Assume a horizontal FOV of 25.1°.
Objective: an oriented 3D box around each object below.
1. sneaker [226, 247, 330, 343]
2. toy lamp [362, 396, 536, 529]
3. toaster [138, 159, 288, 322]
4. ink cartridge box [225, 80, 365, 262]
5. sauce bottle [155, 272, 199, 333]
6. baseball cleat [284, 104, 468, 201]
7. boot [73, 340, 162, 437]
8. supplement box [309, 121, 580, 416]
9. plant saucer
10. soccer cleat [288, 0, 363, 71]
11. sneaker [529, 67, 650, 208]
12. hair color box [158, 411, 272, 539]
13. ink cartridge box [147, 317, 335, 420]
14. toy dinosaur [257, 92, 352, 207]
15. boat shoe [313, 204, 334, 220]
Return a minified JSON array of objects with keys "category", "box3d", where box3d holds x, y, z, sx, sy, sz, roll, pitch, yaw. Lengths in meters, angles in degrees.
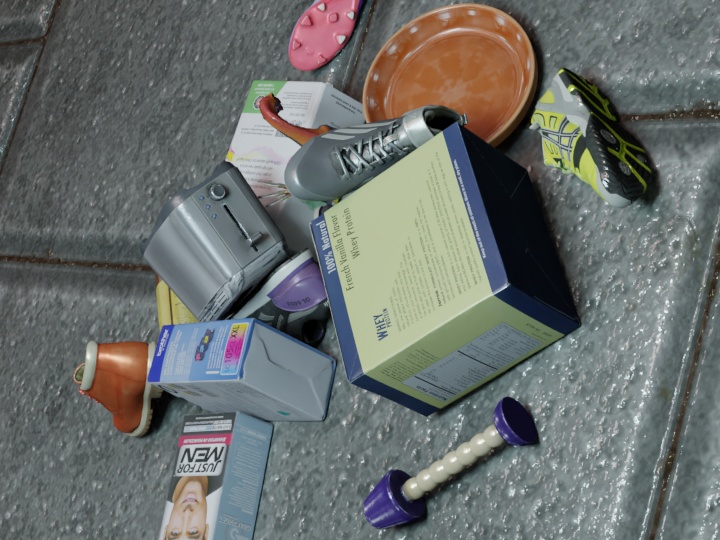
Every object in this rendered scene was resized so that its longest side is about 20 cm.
[{"category":"sneaker","box3d":[-0.091,0.059,1.850,0.088,0.076,0.200,51,144,3]},{"category":"toy lamp","box3d":[0.082,0.195,1.600,0.200,0.058,0.059,-39,45,28]},{"category":"toaster","box3d":[-0.167,-0.022,1.828,0.113,0.130,0.200,-36,-5,-31]},{"category":"ink cartridge box","box3d":[-0.091,-0.119,1.934,0.144,0.084,0.202,9,78,50]},{"category":"sauce bottle","box3d":[-0.223,0.026,2.022,0.066,0.066,0.202,-34,47,31]},{"category":"baseball cleat","box3d":[0.018,-0.129,1.643,0.070,0.199,0.106,65,153,2]},{"category":"boot","box3d":[-0.297,0.140,1.967,0.201,0.106,0.076,113,159,-56]},{"category":"supplement box","box3d":[0.080,0.003,1.619,0.199,0.134,0.202,-33,53,25]},{"category":"plant saucer","box3d":[0.099,-0.199,1.765,0.198,0.032,0.202,-11,60,20]},{"category":"soccer cleat","box3d":[-0.027,-0.339,2.009,0.201,0.066,0.077,-62,8,12]},{"category":"sneaker","box3d":[0.226,-0.117,1.603,0.077,0.075,0.201,-52,30,25]},{"category":"hair color box","box3d":[-0.169,0.267,1.838,0.098,0.060,0.202,-9,65,45]},{"category":"ink cartridge box","box3d":[-0.145,0.115,1.831,0.199,0.136,0.077,-8,61,45]},{"category":"toy dinosaur","box3d":[-0.023,-0.142,1.789,0.199,0.181,0.106,-22,44,30]},{"category":"boat shoe","box3d":[0.000,0.000,1.797,0.062,0.073,0.201,-27,52,12]}]
